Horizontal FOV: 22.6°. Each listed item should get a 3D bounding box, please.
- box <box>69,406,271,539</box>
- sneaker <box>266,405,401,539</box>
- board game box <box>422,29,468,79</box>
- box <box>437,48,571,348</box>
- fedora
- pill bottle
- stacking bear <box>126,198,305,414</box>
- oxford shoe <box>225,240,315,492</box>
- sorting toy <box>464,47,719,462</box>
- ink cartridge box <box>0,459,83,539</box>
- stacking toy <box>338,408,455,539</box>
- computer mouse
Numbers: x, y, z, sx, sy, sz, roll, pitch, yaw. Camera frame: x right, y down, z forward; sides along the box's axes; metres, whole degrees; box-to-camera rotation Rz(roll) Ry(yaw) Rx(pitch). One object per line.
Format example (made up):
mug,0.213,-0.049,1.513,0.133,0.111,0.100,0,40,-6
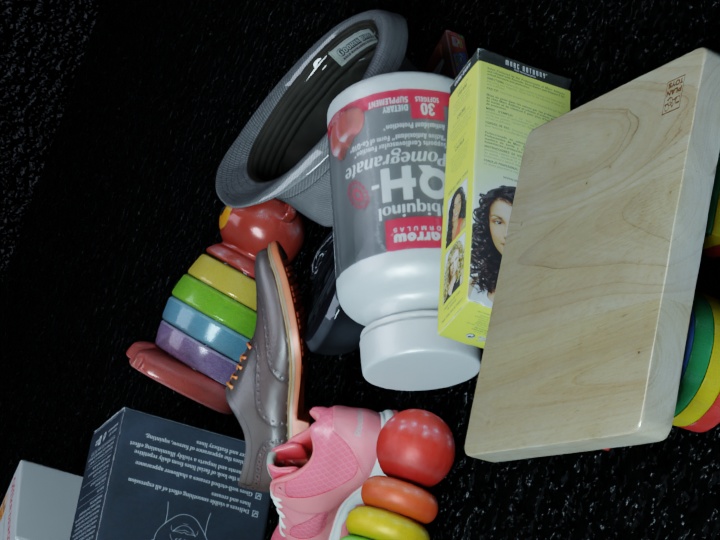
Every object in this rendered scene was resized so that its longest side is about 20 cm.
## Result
box,-0.170,0.241,1.553,0.107,0.147,0.202,143,142,-60
sneaker,-0.038,0.158,1.343,0.074,0.086,0.201,-89,24,-43
board game box,0.061,-0.090,1.388,0.103,0.019,0.201,-59,23,32
box,0.095,-0.045,1.168,0.050,0.075,0.202,129,151,-51
fedora,-0.014,-0.106,1.417,0.201,0.090,0.177,-53,25,-3
pill bottle,0.035,-0.025,1.239,0.111,0.110,0.202,138,133,-57
stacking bear,-0.121,0.020,1.680,0.201,0.113,0.121,-62,10,-2
oxford shoe,-0.076,0.079,1.438,0.071,0.072,0.202,-1,-93,-85
sorting toy,0.146,0.006,0.978,0.200,0.069,0.201,158,126,-66
ink cartridge box,-0.337,0.339,1.951,0.148,0.143,0.201,-105,37,-59
stacking toy,0.012,0.188,1.194,0.085,0.085,0.202,-17,54,68
computer mouse,0.000,0.000,1.446,0.139,0.052,0.201,-60,11,30
